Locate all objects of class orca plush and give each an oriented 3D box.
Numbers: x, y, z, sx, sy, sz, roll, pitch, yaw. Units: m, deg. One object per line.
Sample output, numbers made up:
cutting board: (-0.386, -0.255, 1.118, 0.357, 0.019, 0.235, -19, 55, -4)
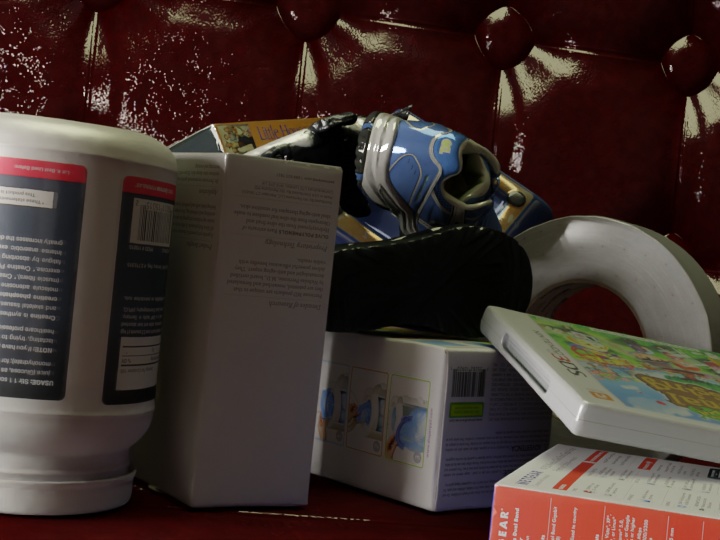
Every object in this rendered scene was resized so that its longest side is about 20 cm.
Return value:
orca plush: (-0.018, -0.068, 0.931, 0.104, 0.072, 0.200, -27, -3, 26)

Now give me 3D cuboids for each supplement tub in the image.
supplement tub: (-0.178, 0.022, 0.685, 0.138, 0.203, 0.140, 6, -1, 0)

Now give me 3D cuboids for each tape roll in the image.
tape roll: (0.175, 0.061, 0.939, 0.198, 0.203, 0.066, 6, 0, 30)

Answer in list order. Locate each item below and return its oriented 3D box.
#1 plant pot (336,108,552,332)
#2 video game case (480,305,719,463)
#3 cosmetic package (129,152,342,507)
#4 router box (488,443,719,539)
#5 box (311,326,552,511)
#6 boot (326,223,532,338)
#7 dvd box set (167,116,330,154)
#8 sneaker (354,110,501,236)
plant pot: (0.046, -0.008, 1.085, 0.199, 0.200, 0.181, 34, -31, 15)
video game case: (0.189, 0.074, 0.754, 0.197, 0.022, 0.182, 13, 12, -14)
cosmetic package: (-0.080, 0.033, 0.749, 0.084, 0.203, 0.107, 4, 4, -33)
router box: (0.174, 0.137, 0.654, 0.177, 0.050, 0.200, 6, 0, 19)
box: (0.025, 0.094, 0.864, 0.111, 0.103, 0.199, 5, 1, -41)
boot: (0.000, 0.000, 0.880, 0.198, 0.078, 0.167, -3, 9, -34)
dvd box set: (-0.104, -0.082, 1.000, 0.145, 0.030, 0.199, -24, -5, 33)
sneaker: (0.067, -0.049, 0.900, 0.076, 0.077, 0.200, 7, -13, 28)
